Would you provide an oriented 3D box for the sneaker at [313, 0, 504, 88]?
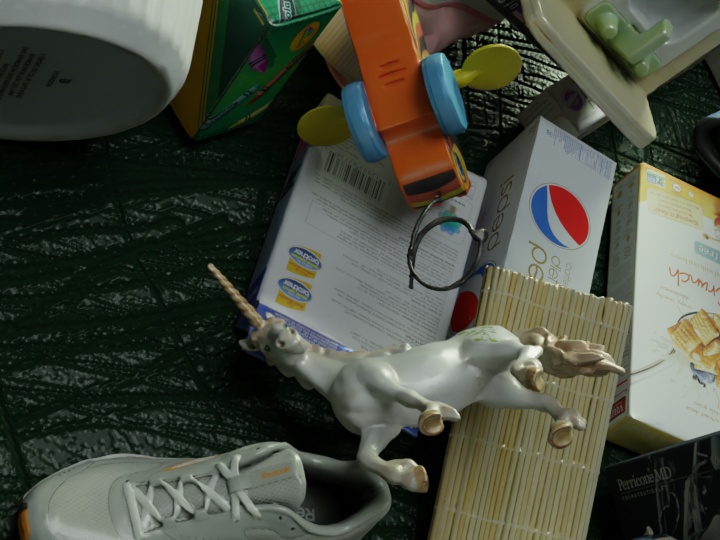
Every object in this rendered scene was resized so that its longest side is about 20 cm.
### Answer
[{"bbox_3d":[0.027,-0.165,1.186,0.075,0.105,0.200,46,20,11],"label":"sneaker"}]

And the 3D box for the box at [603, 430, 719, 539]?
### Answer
[{"bbox_3d":[0.255,0.169,1.020,0.103,0.200,0.183,-11,80,-31],"label":"box"}]

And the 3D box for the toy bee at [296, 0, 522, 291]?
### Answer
[{"bbox_3d":[0.027,-0.079,1.067,0.130,0.109,0.202,3,79,15],"label":"toy bee"}]

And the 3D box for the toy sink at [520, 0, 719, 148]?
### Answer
[{"bbox_3d":[0.177,-0.202,1.183,0.130,0.112,0.201,41,28,-29],"label":"toy sink"}]

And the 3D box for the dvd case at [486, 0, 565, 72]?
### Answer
[{"bbox_3d":[0.083,-0.241,1.224,0.150,0.025,0.201,33,32,-42],"label":"dvd case"}]

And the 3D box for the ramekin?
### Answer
[{"bbox_3d":[-0.176,-0.139,0.962,0.201,0.202,0.095,8,71,-28],"label":"ramekin"}]

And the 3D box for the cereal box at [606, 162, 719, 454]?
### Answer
[{"bbox_3d":[0.229,0.042,1.203,0.143,0.040,0.201,22,54,-21],"label":"cereal box"}]

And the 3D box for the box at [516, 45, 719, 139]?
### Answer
[{"bbox_3d":[0.189,-0.138,1.282,0.200,0.041,0.039,-32,83,-41],"label":"box"}]

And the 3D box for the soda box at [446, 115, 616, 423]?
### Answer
[{"bbox_3d":[0.100,0.006,1.124,0.063,0.068,0.201,30,52,-16],"label":"soda box"}]

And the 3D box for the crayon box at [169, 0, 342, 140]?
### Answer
[{"bbox_3d":[-0.104,-0.195,1.075,0.058,0.119,0.201,-21,73,-38],"label":"crayon box"}]

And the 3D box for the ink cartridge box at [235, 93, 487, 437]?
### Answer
[{"bbox_3d":[0.000,0.000,1.085,0.119,0.042,0.201,28,49,-14],"label":"ink cartridge box"}]

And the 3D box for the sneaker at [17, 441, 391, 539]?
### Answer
[{"bbox_3d":[-0.075,0.117,0.936,0.199,0.092,0.076,0,63,-31],"label":"sneaker"}]

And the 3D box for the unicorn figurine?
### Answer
[{"bbox_3d":[0.027,0.059,0.966,0.199,0.074,0.137,3,18,-26],"label":"unicorn figurine"}]

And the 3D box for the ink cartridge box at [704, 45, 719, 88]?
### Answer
[{"bbox_3d":[0.374,-0.135,1.326,0.146,0.145,0.201,-15,71,-36],"label":"ink cartridge box"}]

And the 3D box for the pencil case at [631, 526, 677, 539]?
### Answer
[{"bbox_3d":[0.087,0.187,0.985,0.198,0.078,0.090,-1,28,-19],"label":"pencil case"}]

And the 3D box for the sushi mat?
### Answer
[{"bbox_3d":[0.094,0.106,1.035,0.095,0.012,0.202,14,86,-18],"label":"sushi mat"}]

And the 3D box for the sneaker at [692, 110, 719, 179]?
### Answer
[{"bbox_3d":[0.305,-0.049,1.237,0.089,0.079,0.200,-7,34,-47],"label":"sneaker"}]
